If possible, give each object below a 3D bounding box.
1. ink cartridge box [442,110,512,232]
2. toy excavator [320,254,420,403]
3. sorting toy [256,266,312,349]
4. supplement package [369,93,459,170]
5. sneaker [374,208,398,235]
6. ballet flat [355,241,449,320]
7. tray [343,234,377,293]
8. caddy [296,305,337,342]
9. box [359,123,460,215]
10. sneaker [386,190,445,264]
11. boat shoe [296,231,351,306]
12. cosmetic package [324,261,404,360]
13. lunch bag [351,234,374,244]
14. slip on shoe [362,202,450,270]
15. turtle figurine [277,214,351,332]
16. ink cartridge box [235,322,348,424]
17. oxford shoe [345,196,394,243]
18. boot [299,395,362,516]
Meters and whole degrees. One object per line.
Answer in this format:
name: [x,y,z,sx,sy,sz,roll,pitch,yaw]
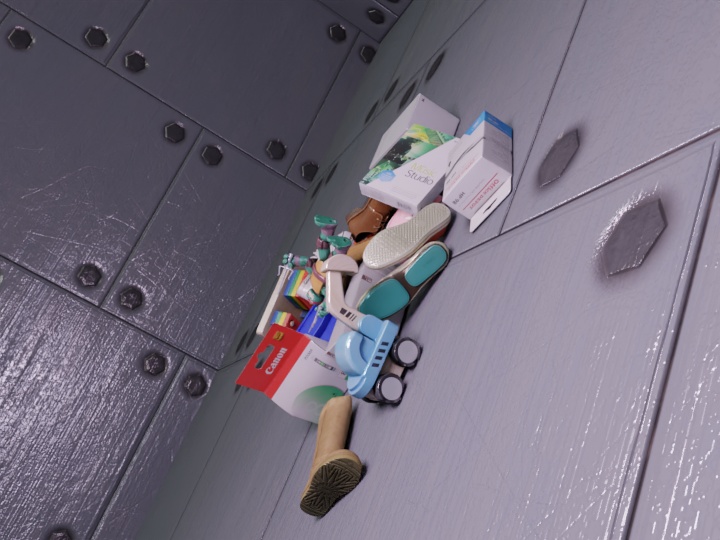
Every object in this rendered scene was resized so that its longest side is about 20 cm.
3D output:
ink cartridge box: [0.205,-0.175,1.248,0.116,0.066,0.201,-49,18,38]
toy excavator: [-0.003,0.098,1.171,0.197,0.198,0.100,-64,15,-17]
sorting toy: [-0.138,0.111,1.728,0.069,0.199,0.202,7,63,31]
supplement package: [0.125,-0.298,1.692,0.200,0.116,0.119,-40,24,58]
sneaker: [0.092,-0.115,1.575,0.203,0.077,0.085,-69,-22,-6]
ballet flat: [0.078,0.023,1.273,0.199,0.068,0.062,-37,4,2]
tray: [0.000,0.000,1.461,0.097,0.037,0.201,-24,-21,-16]
caddy: [-0.060,0.155,1.487,0.201,0.104,0.142,-56,37,14]
box: [0.111,-0.203,1.415,0.200,0.143,0.037,-48,-34,-27]
sneaker: [0.114,-0.111,1.435,0.202,0.075,0.105,-61,8,-20]
boat shoe: [-0.075,-0.013,1.488,0.072,0.065,0.202,107,-175,-55]
cosmetic package: [0.018,0.083,1.325,0.090,0.106,0.202,-50,18,49]
lunch bag: [0.015,-0.044,1.667,0.176,0.081,0.201,-48,15,29]
slip on shoe: [0.087,-0.053,1.310,0.199,0.074,0.062,-33,-32,-27]
turtle figurine: [-0.081,0.007,1.356,0.100,0.149,0.202,-16,-43,-47]
ink cartridge box: [-0.117,0.203,1.382,0.162,0.198,0.050,-55,32,19]
oxford shoe: [0.042,-0.119,1.500,0.200,0.070,0.072,-39,58,50]
boot: [-0.042,0.290,1.219,0.176,0.066,0.201,-51,16,36]
